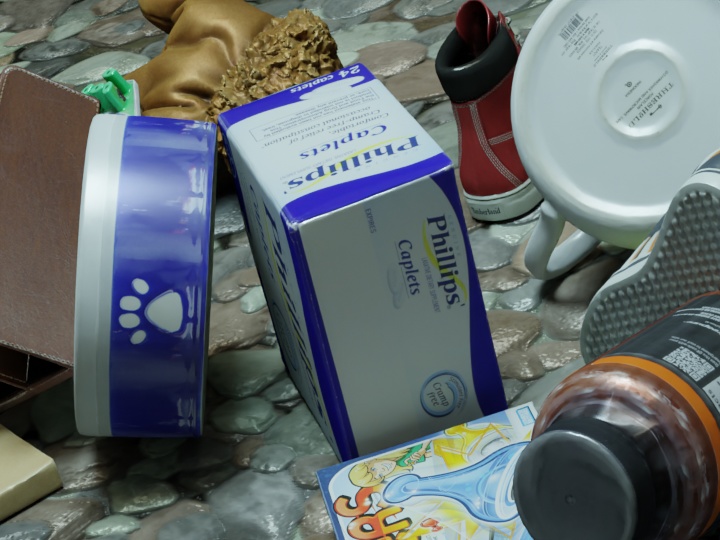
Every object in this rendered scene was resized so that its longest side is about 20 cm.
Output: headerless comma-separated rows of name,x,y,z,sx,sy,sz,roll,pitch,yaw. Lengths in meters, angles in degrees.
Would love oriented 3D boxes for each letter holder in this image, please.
letter holder,-0.258,-0.030,1.554,0.100,0.142,0.201,-26,53,41

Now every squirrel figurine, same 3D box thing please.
squirrel figurine,-0.111,-0.117,1.815,0.199,0.142,0.187,-1,36,33

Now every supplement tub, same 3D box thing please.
supplement tub,0.157,0.085,1.241,0.106,0.108,0.200,4,18,35

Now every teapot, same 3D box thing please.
teapot,0.195,-0.098,1.525,0.199,0.199,0.146,-3,-6,21

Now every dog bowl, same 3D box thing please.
dog bowl,-0.133,0.004,1.496,0.078,0.201,0.200,2,26,-3

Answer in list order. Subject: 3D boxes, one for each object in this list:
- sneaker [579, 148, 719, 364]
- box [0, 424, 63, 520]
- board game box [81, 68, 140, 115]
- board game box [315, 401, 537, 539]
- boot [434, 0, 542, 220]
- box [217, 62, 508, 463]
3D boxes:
sneaker,0.195,0.000,1.370,0.078,0.200,0.079,42,53,10
box,-0.310,0.151,1.523,0.199,0.021,0.163,-29,29,-26
board game box,-0.241,-0.042,1.715,0.199,0.026,0.200,-34,31,14
board game box,0.058,0.150,1.298,0.134,0.035,0.200,-18,26,-3
boot,0.122,-0.145,1.719,0.072,0.145,0.200,0,29,33
box,0.000,0.000,1.456,0.104,0.185,0.200,-19,26,-9
